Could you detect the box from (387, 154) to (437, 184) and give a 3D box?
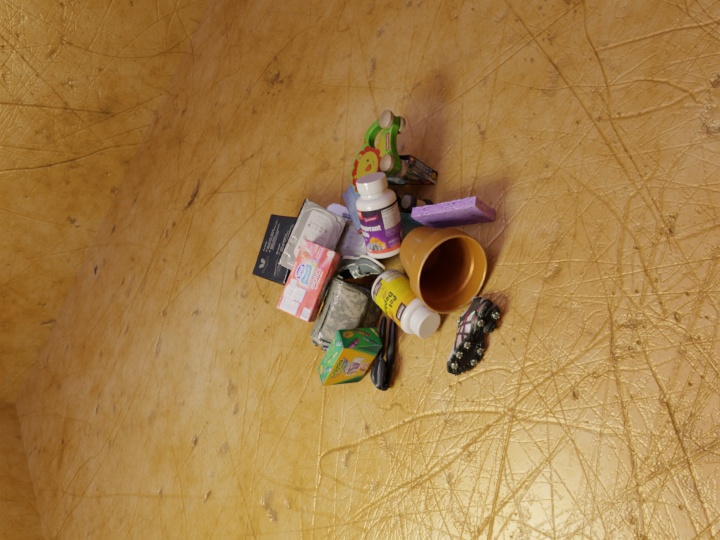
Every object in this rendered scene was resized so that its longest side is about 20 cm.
[{"bbox_3d":[0.105,-0.286,1.686,0.196,0.135,0.041,8,81,43],"label":"box"}]

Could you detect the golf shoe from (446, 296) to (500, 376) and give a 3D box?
[{"bbox_3d":[0.266,0.160,1.439,0.203,0.076,0.088,-60,26,6],"label":"golf shoe"}]

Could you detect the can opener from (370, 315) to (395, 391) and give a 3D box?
[{"bbox_3d":[0.070,0.225,1.600,0.078,0.062,0.206,143,141,-61],"label":"can opener"}]

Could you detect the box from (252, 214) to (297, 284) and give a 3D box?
[{"bbox_3d":[-0.216,-0.055,1.816,0.197,0.116,0.202,12,82,50],"label":"box"}]

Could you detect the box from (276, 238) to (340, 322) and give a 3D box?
[{"bbox_3d":[-0.141,0.030,1.620,0.100,0.095,0.205,21,88,9],"label":"box"}]

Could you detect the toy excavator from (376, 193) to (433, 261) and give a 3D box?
[{"bbox_3d":[0.098,-0.113,1.672,0.191,0.098,0.207,12,92,46],"label":"toy excavator"}]

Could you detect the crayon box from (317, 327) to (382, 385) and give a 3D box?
[{"bbox_3d":[-0.031,0.235,1.593,0.202,0.115,0.059,117,143,-46],"label":"crayon box"}]

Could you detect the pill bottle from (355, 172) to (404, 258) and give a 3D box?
[{"bbox_3d":[0.049,-0.147,1.552,0.110,0.111,0.205,9,122,44],"label":"pill bottle"}]

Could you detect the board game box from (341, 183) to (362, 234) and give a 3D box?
[{"bbox_3d":[0.005,-0.201,1.720,0.103,0.019,0.202,-45,36,19],"label":"board game box"}]

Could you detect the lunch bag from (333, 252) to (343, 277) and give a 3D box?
[{"bbox_3d":[-0.098,-0.038,1.829,0.202,0.081,0.161,-56,48,13],"label":"lunch bag"}]

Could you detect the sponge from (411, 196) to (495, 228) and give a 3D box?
[{"bbox_3d":[0.240,-0.147,1.529,0.196,0.110,0.031,-5,73,41],"label":"sponge"}]

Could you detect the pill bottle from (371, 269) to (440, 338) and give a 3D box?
[{"bbox_3d":[0.122,0.091,1.558,0.200,0.108,0.111,42,104,43],"label":"pill bottle"}]

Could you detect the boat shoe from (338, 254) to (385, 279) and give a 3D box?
[{"bbox_3d":[0.000,0.000,1.640,0.198,0.072,0.063,5,62,57],"label":"boat shoe"}]

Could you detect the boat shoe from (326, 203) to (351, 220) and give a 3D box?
[{"bbox_3d":[-0.013,-0.148,1.798,0.196,0.067,0.074,21,94,24],"label":"boat shoe"}]

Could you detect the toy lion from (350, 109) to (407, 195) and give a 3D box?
[{"bbox_3d":[0.042,-0.310,1.622,0.189,0.067,0.207,-17,68,48],"label":"toy lion"}]

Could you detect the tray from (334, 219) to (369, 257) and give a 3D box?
[{"bbox_3d":[-0.024,-0.091,1.709,0.197,0.022,0.110,15,87,43],"label":"tray"}]

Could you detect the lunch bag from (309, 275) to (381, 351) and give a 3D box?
[{"bbox_3d":[-0.048,0.128,1.664,0.138,0.166,0.205,22,91,44],"label":"lunch bag"}]

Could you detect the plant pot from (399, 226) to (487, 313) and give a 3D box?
[{"bbox_3d":[0.191,-0.023,1.492,0.204,0.197,0.183,-60,31,8],"label":"plant pot"}]

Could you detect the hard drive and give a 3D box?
[{"bbox_3d":[-0.139,-0.084,1.695,0.204,0.137,0.038,-65,16,-2],"label":"hard drive"}]
